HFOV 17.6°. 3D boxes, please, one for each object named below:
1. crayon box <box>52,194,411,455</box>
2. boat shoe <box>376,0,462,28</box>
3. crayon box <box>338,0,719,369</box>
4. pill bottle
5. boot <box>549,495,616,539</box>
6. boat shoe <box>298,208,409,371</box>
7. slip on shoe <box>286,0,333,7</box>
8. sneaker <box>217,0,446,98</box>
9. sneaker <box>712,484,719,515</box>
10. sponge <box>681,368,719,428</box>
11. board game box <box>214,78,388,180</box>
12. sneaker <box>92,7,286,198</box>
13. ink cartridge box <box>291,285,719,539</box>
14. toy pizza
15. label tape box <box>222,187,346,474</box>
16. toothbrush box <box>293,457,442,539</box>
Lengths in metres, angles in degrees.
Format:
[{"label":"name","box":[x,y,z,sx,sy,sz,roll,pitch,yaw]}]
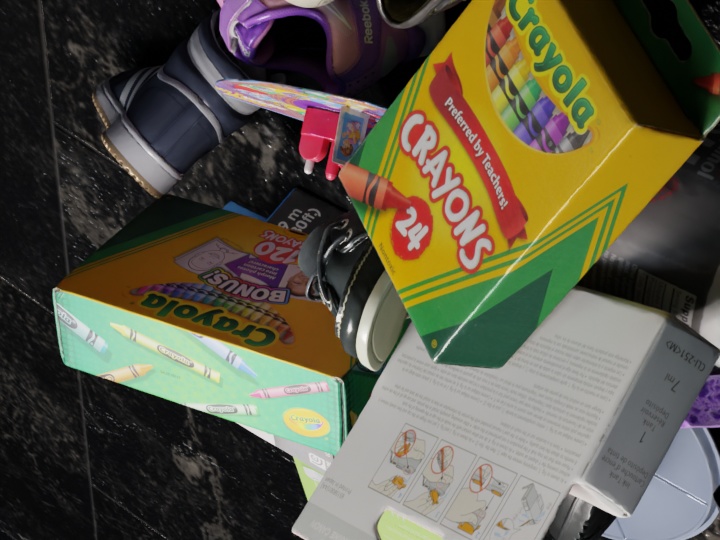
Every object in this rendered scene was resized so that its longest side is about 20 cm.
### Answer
[{"label":"crayon box","box":[-0.065,0.029,1.361,0.199,0.119,0.058,16,128,26]},{"label":"boat shoe","box":[0.045,-0.182,1.118,0.073,0.065,0.200,33,154,15]},{"label":"crayon box","box":[0.080,-0.065,1.105,0.200,0.051,0.127,-51,49,31]},{"label":"pill bottle","box":[0.169,-0.018,1.164,0.200,0.111,0.111,27,152,25]},{"label":"boot","box":[0.103,0.057,1.372,0.162,0.073,0.199,34,134,20]},{"label":"boat shoe","box":[0.001,-0.002,1.243,0.066,0.199,0.075,21,110,6]},{"label":"slip on shoe","box":[-0.075,-0.222,1.202,0.200,0.076,0.061,46,150,3]},{"label":"sneaker","box":[-0.054,-0.159,1.269,0.200,0.089,0.081,34,156,15]},{"label":"sneaker","box":[0.246,0.165,1.411,0.084,0.075,0.200,33,145,10]},{"label":"sponge","box":[0.187,0.065,1.219,0.111,0.199,0.030,-3,87,57]},{"label":"board game box","box":[0.011,-0.060,1.279,0.199,0.039,0.158,17,176,-35]},{"label":"sneaker","box":[-0.108,-0.113,1.460,0.070,0.108,0.200,44,-175,-15]},{"label":"ink cartridge box","box":[0.067,0.086,1.147,0.043,0.174,0.200,33,173,-29]},{"label":"toy pizza","box":[0.144,0.093,1.465,0.200,0.032,0.201,27,144,21]},{"label":"label tape box","box":[-0.054,0.026,1.507,0.200,0.144,0.063,27,153,25]},{"label":"toothbrush box","box":[0.040,0.167,1.682,0.145,0.086,0.200,26,151,27]}]
